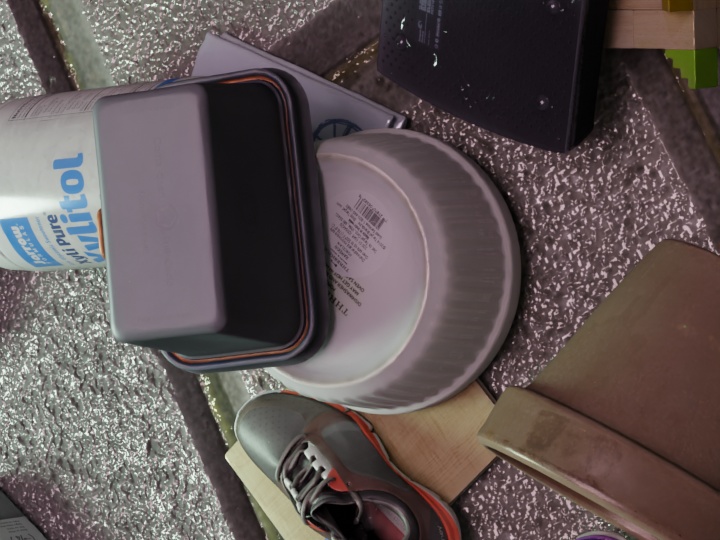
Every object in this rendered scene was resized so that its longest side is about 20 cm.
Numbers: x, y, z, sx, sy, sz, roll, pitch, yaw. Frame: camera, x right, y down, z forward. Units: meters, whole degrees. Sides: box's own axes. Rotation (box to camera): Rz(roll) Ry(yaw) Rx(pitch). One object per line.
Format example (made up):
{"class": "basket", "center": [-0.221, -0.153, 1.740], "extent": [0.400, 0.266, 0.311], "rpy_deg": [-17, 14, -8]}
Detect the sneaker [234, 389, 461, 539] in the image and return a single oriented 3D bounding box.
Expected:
{"class": "sneaker", "center": [-0.019, 0.147, 1.688], "extent": [0.199, 0.082, 0.078], "rpy_deg": [32, 106, 27]}

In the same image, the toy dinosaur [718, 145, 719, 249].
{"class": "toy dinosaur", "center": [0.299, -0.077, 1.488], "extent": [0.199, 0.105, 0.183], "rpy_deg": [16, 92, 30]}

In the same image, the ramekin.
{"class": "ramekin", "center": [0.000, 0.000, 1.660], "extent": [0.199, 0.105, 0.202], "rpy_deg": [0, 89, 28]}

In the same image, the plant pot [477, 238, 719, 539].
{"class": "plant pot", "center": [0.197, 0.080, 1.525], "extent": [0.199, 0.200, 0.176], "rpy_deg": [27, 86, 29]}

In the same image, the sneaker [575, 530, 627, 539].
{"class": "sneaker", "center": [0.181, 0.265, 1.577], "extent": [0.080, 0.083, 0.201], "rpy_deg": [-32, 73, 31]}

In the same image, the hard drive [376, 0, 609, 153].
{"class": "hard drive", "center": [0.089, -0.167, 1.627], "extent": [0.199, 0.042, 0.136], "rpy_deg": [28, 121, 46]}

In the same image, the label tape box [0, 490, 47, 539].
{"class": "label tape box", "center": [-0.281, 0.280, 1.880], "extent": [0.200, 0.063, 0.145], "rpy_deg": [41, 110, 26]}

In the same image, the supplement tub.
{"class": "supplement tub", "center": [-0.181, -0.068, 1.761], "extent": [0.199, 0.132, 0.133], "rpy_deg": [-5, 87, 33]}

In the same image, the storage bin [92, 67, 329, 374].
{"class": "storage bin", "center": [-0.115, -0.035, 1.578], "extent": [0.144, 0.134, 0.202], "rpy_deg": [-6, 86, 20]}

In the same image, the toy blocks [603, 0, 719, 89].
{"class": "toy blocks", "center": [0.179, -0.224, 1.590], "extent": [0.136, 0.099, 0.202], "rpy_deg": [7, 102, 45]}

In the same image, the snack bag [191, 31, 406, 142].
{"class": "snack bag", "center": [-0.071, -0.053, 1.778], "extent": [0.188, 0.021, 0.202], "rpy_deg": [25, 102, 30]}

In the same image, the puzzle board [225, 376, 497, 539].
{"class": "puzzle board", "center": [0.007, 0.125, 1.730], "extent": [0.200, 0.017, 0.151], "rpy_deg": [-48, 68, 23]}
